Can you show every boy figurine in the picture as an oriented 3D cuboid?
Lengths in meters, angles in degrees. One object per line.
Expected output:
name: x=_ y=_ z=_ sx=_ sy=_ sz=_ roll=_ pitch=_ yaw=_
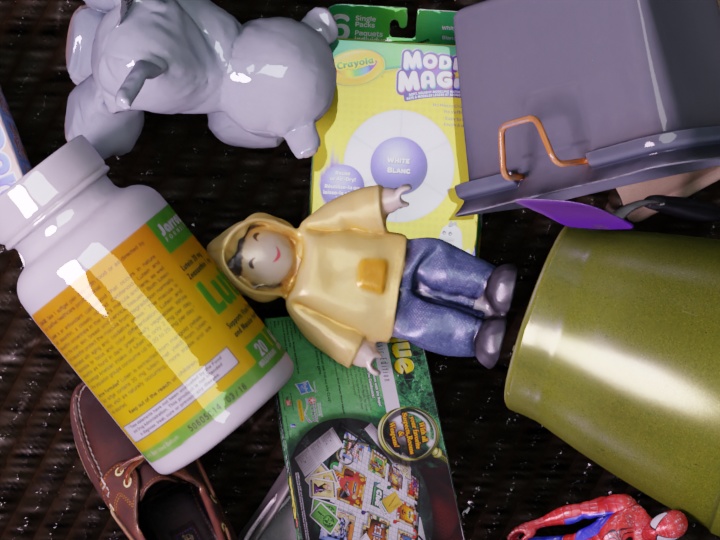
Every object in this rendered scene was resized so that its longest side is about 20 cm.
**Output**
boy figurine: x=0.000 y=0.000 z=1.440 sx=0.199 sy=0.064 sz=0.125 roll=16 pitch=89 yaw=-1

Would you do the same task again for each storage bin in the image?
storage bin: x=0.141 y=-0.118 z=1.414 sx=0.145 sy=0.200 sz=0.135 roll=-9 pitch=87 yaw=-44

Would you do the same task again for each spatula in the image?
spatula: x=0.177 y=-0.037 z=1.417 sx=0.056 sy=0.200 sz=0.021 roll=4 pitch=95 yaw=41

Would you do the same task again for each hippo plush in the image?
hippo plush: x=-0.096 y=-0.152 z=1.439 sx=0.160 sy=0.200 sz=0.160 roll=5 pitch=80 yaw=-18

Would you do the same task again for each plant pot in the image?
plant pot: x=0.201 y=0.059 z=1.436 sx=0.192 sy=0.200 sz=0.201 roll=20 pitch=87 yaw=12

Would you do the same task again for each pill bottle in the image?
pill bottle: x=-0.143 y=0.018 z=1.396 sx=0.111 sy=0.111 sz=0.200 roll=-39 pitch=95 yaw=-2

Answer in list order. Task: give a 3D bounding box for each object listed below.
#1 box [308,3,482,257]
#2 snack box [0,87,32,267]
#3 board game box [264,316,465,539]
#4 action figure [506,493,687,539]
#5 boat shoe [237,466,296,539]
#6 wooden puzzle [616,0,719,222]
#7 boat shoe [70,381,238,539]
box: x=0.025 y=-0.079 z=1.497 sx=0.117 sy=0.048 sz=0.201 roll=3 pitch=86 yaw=-1
snack box: x=-0.224 y=-0.047 z=1.476 sx=0.024 sy=0.072 sz=0.201 roll=-21 pitch=88 yaw=-1
board game box: x=0.002 y=0.111 z=1.427 sx=0.104 sy=0.024 sz=0.201 roll=-5 pitch=53 yaw=-7
action figure: x=0.122 y=0.190 z=1.441 sx=0.199 sy=0.052 sz=0.066 roll=-23 pitch=83 yaw=27
boat shoe: x=-0.042 y=0.174 z=1.479 sx=0.067 sy=0.057 sz=0.201 roll=28 pitch=87 yaw=0
wooden puzzle: x=0.202 y=-0.155 z=1.461 sx=0.046 sy=0.185 sz=0.201 roll=-23 pitch=85 yaw=-44
boat shoe: x=-0.128 y=0.146 z=1.452 sx=0.070 sy=0.070 sz=0.200 roll=-32 pitch=72 yaw=-10
